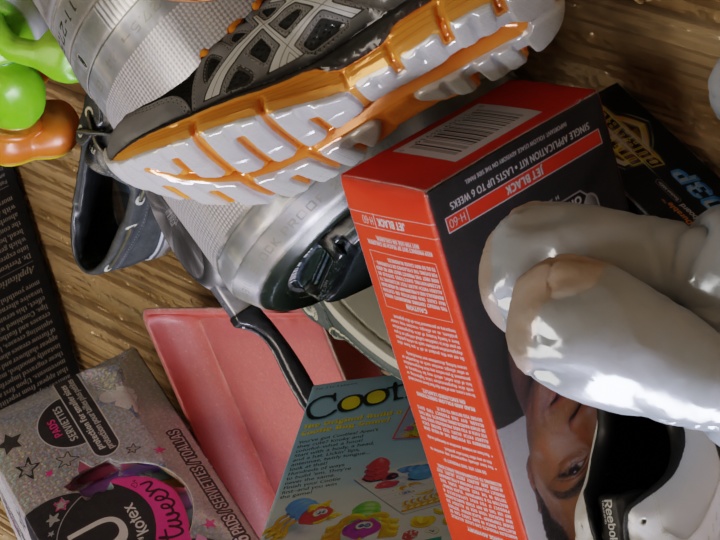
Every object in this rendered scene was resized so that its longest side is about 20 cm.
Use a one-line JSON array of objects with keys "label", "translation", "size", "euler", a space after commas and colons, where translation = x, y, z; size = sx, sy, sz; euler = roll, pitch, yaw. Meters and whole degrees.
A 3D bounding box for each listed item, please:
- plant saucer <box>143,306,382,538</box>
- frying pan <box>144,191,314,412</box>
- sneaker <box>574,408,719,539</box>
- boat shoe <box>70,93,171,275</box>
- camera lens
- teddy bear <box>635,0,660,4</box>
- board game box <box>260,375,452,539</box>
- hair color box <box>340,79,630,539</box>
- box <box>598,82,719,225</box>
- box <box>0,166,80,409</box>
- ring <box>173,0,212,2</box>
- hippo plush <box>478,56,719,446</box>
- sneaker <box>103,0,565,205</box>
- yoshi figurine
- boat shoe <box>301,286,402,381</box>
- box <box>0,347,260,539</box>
[{"label": "plant saucer", "translation": [-0.026, 0.103, 1.504], "size": [0.199, 0.037, 0.200], "euler": [-2, 114, 58]}, {"label": "frying pan", "translation": [-0.075, -0.002, 1.425], "size": [0.115, 0.031, 0.190], "euler": [27, 139, 65]}, {"label": "sneaker", "translation": [0.110, 0.130, 1.063], "size": [0.074, 0.080, 0.200], "euler": [-10, 66, 35]}, {"label": "boat shoe", "translation": [-0.127, -0.070, 1.488], "size": [0.069, 0.057, 0.200], "euler": [44, 147, 28]}, {"label": "camera lens", "translation": [-0.036, -0.095, 1.216], "size": [0.200, 0.160, 0.160], "euler": [54, 150, 13]}, {"label": "teddy bear", "translation": [0.075, -0.193, 1.050], "size": [0.145, 0.067, 0.200], "euler": [33, 141, 36]}, {"label": "board game box", "translation": [0.020, 0.140, 1.279], "size": [0.105, 0.200, 0.103], "euler": [-9, 115, 15]}, {"label": "hair color box", "translation": [0.071, 0.033, 1.125], "size": [0.061, 0.101, 0.200], "euler": [13, 127, 52]}, {"label": "box", "translation": [0.130, 0.039, 1.189], "size": [0.159, 0.046, 0.200], "euler": [46, 148, 24]}, {"label": "box", "translation": [-0.280, 0.010, 1.749], "size": [0.148, 0.107, 0.200], "euler": [17, 128, 51]}, {"label": "ring", "translation": [-0.077, -0.211, 1.116], "size": [0.200, 0.019, 0.201], "euler": [6, 102, 28]}, {"label": "hippo plush", "translation": [0.146, -0.018, 0.978], "size": [0.161, 0.159, 0.200], "euler": [-65, 29, 14]}, {"label": "sneaker", "translation": [-0.016, -0.090, 1.092], "size": [0.078, 0.200, 0.077], "euler": [38, -151, -64]}, {"label": "yoshi figurine", "translation": [-0.188, -0.158, 1.491], "size": [0.112, 0.112, 0.200], "euler": [13, 145, 16]}, {"label": "boat shoe", "translation": [0.000, 0.000, 1.329], "size": [0.200, 0.073, 0.062], "euler": [48, 155, 41]}, {"label": "box", "translation": [-0.132, 0.166, 1.581], "size": [0.200, 0.115, 0.132], "euler": [51, 162, 45]}]
